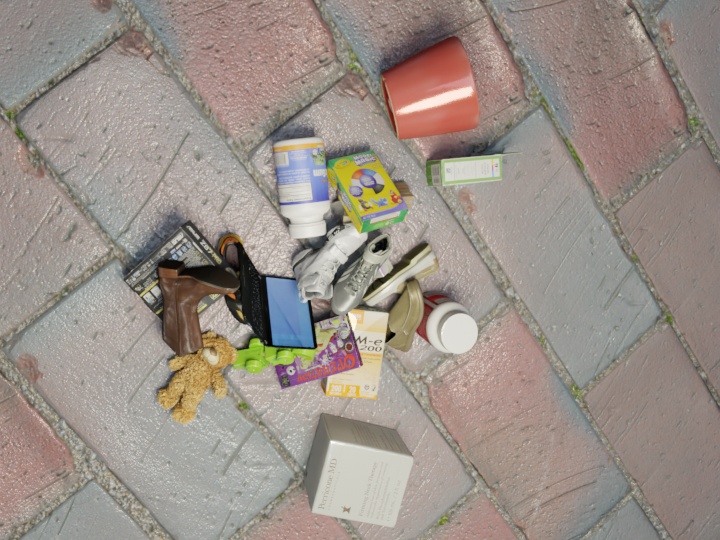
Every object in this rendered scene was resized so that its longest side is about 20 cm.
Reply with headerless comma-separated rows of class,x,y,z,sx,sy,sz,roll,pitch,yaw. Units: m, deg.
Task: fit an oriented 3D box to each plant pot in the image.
plant pot,0.142,-0.377,1.310,0.173,0.201,0.205,-16,101,1

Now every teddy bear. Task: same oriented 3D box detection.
teddy bear,-0.354,0.230,1.317,0.198,0.067,0.146,-36,66,1

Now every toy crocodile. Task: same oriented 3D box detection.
toy crocodile,-0.192,0.183,1.333,0.196,0.069,0.062,-16,141,18

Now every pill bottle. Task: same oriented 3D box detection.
pill bottle,0.187,0.118,1.371,0.109,0.200,0.115,-2,98,-12
pill bottle,-0.122,-0.176,1.308,0.109,0.112,0.205,-8,100,-11

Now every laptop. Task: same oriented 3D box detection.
laptop,-0.171,0.055,1.264,0.101,0.201,0.180,-15,56,3

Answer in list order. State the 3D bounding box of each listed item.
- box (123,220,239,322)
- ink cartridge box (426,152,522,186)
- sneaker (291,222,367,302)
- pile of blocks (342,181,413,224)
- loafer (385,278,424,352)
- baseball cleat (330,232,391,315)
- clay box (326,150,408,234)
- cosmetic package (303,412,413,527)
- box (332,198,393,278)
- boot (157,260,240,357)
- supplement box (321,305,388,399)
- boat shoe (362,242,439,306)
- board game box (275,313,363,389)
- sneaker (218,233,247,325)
box,-0.371,0.018,1.266,0.199,0.049,0.162,-35,103,23
ink cartridge box,0.258,-0.230,1.392,0.195,0.104,0.061,-8,100,-12
sneaker,-0.062,-0.011,1.294,0.198,0.117,0.075,-30,135,23
pile of blocks,0.031,-0.135,1.360,0.197,0.082,0.063,-25,140,-30
loafer,0.095,0.107,1.379,0.066,0.077,0.203,0,126,-13
baseball cleat,0.000,0.000,1.301,0.069,0.107,0.202,31,75,6
clay box,0.006,-0.180,1.303,0.113,0.048,0.202,-17,62,-24
cosmetic package,-0.010,0.450,1.388,0.196,0.166,0.171,15,94,-13
box,0.006,-0.077,1.381,0.039,0.041,0.203,-38,105,-33
boot,-0.324,0.091,1.231,0.182,0.064,0.204,14,116,17
supplement box,-0.014,0.183,1.399,0.123,0.073,0.205,6,96,-13
boat shoe,0.096,0.024,1.403,0.198,0.075,0.069,-37,106,-1
board game box,-0.102,0.178,1.350,0.196,0.032,0.123,-18,92,16
sneaker,-0.265,0.025,1.312,0.068,0.090,0.205,-12,100,-11
